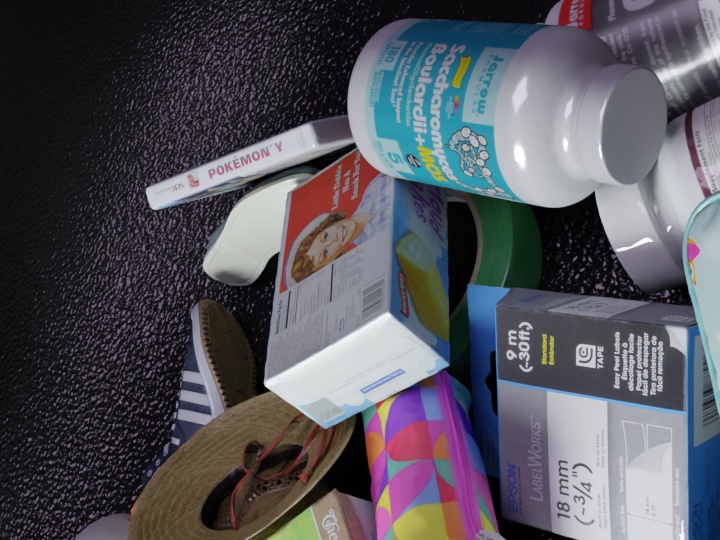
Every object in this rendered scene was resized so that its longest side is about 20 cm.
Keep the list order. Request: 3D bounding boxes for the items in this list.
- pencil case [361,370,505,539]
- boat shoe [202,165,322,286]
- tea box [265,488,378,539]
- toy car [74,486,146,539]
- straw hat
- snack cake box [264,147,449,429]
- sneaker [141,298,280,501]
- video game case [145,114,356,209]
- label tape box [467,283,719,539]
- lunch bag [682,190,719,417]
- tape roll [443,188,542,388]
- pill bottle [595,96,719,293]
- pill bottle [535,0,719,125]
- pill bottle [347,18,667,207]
[{"bbox_3d":[0.049,0.146,0.714,0.088,0.088,0.201,-42,29,19],"label":"pencil case"},{"bbox_3d":[-0.082,-0.051,0.973,0.200,0.072,0.062,-38,31,52],"label":"boat shoe"},{"bbox_3d":[-0.017,0.291,0.735,0.196,0.133,0.201,-40,49,19],"label":"tea box"},{"bbox_3d":[-0.199,0.276,0.883,0.182,0.178,0.201,15,53,10],"label":"toy car"},{"bbox_3d":[-0.069,0.178,0.831,0.200,0.085,0.202,-27,24,13],"label":"straw hat"},{"bbox_3d":[0.000,0.000,0.799,0.115,0.067,0.201,-31,36,30],"label":"snack cake box"},{"bbox_3d":[-0.143,0.129,0.969,0.108,0.070,0.201,-34,54,23],"label":"sneaker"},{"bbox_3d":[-0.050,-0.100,0.916,0.181,0.199,0.023,-16,94,36],"label":"video game case"},{"bbox_3d":[0.132,0.091,0.705,0.199,0.063,0.146,5,102,43],"label":"label tape box"},{"bbox_3d":[0.262,0.017,0.538,0.199,0.077,0.162,-19,77,52],"label":"lunch bag"},{"bbox_3d":[0.047,0.001,0.874,0.199,0.048,0.202,-19,59,35],"label":"tape roll"},{"bbox_3d":[0.254,-0.062,0.675,0.199,0.109,0.111,-26,55,31],"label":"pill bottle"},{"bbox_3d":[0.198,-0.151,0.763,0.199,0.114,0.115,-17,60,35],"label":"pill bottle"},{"bbox_3d":[0.092,-0.103,0.706,0.199,0.110,0.112,15,81,45],"label":"pill bottle"}]
